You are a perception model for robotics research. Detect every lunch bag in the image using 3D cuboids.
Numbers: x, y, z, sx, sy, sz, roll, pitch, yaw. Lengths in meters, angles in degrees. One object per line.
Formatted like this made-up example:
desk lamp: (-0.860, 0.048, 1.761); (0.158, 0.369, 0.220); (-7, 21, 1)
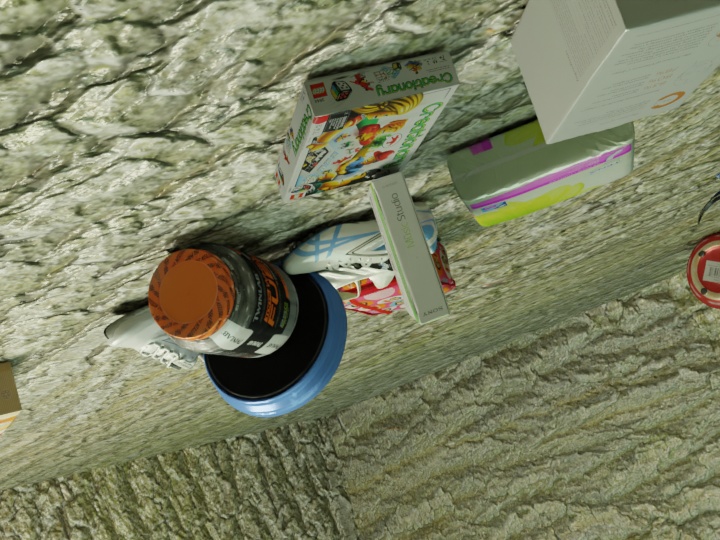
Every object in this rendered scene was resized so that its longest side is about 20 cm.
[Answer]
lunch bag: (0.032, 0.011, 1.457); (0.174, 0.083, 0.200); (-18, 167, 19)

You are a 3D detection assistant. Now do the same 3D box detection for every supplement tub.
supplement tub: (-0.156, 0.036, 1.166); (0.121, 0.124, 0.200); (-20, 169, 13)

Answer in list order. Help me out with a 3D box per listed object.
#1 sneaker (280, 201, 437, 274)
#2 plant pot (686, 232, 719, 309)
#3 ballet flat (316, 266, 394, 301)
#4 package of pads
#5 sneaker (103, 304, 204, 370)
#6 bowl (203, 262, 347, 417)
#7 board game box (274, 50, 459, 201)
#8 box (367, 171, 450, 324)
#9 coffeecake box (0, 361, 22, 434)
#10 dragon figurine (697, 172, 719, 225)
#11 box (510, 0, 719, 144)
sneaker: (-0.001, -0.026, 1.240); (0.198, 0.073, 0.072); (-17, 170, 0)
plant pot: (0.886, 0.000, 2.393); (0.199, 0.203, 0.181); (-27, 157, 38)
ballet flat: (0.000, 0.000, 1.335); (0.198, 0.070, 0.069); (-17, 169, 20)
package of pads: (0.206, -0.118, 1.129); (0.198, 0.069, 0.154); (-20, 168, 11)
sneaker: (-0.255, 0.089, 1.354); (0.074, 0.088, 0.199); (-23, 166, 35)
bowl: (-0.112, 0.083, 1.281); (0.199, 0.203, 0.039); (-21, 148, 17)
board game box: (-0.002, -0.122, 0.887); (0.125, 0.035, 0.200); (-16, 168, -15)
box: (0.046, -0.023, 1.046); (0.036, 0.146, 0.200); (-19, -178, 1)
coffeecake box: (-0.576, 0.201, 1.423); (0.152, 0.074, 0.200); (-12, 167, -31)
dragon figurine: (0.629, -0.142, 1.673); (0.199, 0.060, 0.099); (-26, 166, 33)
box: (0.200, -0.186, 0.740); (0.123, 0.099, 0.200); (-16, 168, -8)
